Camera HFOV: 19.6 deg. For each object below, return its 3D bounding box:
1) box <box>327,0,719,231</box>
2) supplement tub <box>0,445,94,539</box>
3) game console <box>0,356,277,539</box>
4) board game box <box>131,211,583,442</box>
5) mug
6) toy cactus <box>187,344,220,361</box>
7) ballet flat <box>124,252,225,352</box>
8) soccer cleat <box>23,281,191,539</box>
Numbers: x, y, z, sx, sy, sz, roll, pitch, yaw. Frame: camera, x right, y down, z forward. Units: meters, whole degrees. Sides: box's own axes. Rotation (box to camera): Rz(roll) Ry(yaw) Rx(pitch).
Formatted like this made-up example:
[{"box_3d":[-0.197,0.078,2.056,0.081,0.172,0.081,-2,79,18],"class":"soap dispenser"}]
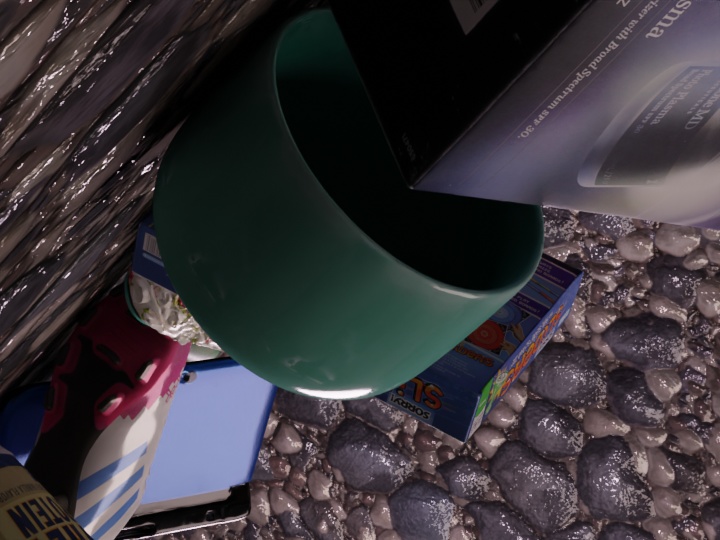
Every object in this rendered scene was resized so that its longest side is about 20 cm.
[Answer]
[{"box_3d":[0.130,-0.126,0.869,0.198,0.123,0.200,5,142,-40],"class":"box"},{"box_3d":[-0.181,0.202,1.094,0.144,0.200,0.144,-44,167,-13],"class":"supplement tub"},{"box_3d":[-0.171,0.114,1.334,0.200,0.119,0.171,-6,-175,-35],"class":"game console"},{"box_3d":[0.000,0.000,1.095,0.135,0.200,0.035,-44,155,-49],"class":"board game box"},{"box_3d":[-0.007,-0.027,0.915,0.114,0.152,0.185,-42,-179,33],"class":"mug"},{"box_3d":[-0.122,0.036,1.367,0.200,0.102,0.165,-43,162,27],"class":"toy cactus"},{"box_3d":[-0.052,0.017,1.196,0.064,0.076,0.200,-25,162,30],"class":"ballet flat"},{"box_3d":[-0.148,0.094,1.221,0.200,0.070,0.086,-61,153,0],"class":"soccer cleat"}]
